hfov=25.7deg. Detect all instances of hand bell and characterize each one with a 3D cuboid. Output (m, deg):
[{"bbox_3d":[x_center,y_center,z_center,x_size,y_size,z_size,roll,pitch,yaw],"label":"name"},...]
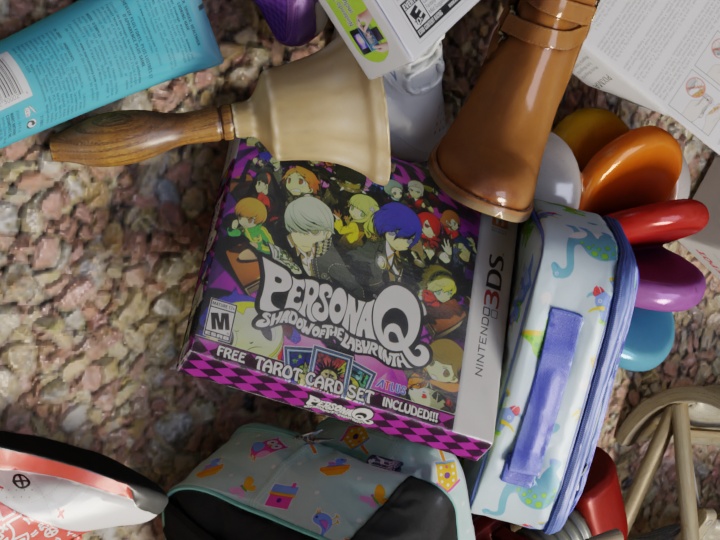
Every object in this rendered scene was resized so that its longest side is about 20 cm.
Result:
[{"bbox_3d":[-0.088,-0.090,0.952,0.198,0.104,0.105,-8,110,-6],"label":"hand bell"}]

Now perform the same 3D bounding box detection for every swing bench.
[{"bbox_3d":[0.315,0.195,1.342,0.198,0.129,0.202,9,91,-39],"label":"swing bench"}]

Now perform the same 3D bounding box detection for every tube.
[{"bbox_3d":[-0.166,-0.123,0.926,0.199,0.050,0.078,-31,117,-33],"label":"tube"}]

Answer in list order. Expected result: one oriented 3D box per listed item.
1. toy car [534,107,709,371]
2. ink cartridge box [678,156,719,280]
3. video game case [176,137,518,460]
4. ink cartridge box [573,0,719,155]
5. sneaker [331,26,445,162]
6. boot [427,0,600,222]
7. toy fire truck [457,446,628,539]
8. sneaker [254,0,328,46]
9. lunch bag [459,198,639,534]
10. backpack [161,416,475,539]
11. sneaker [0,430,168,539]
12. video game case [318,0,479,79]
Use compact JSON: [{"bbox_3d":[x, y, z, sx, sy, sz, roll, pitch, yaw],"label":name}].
[{"bbox_3d":[0.190,-0.014,1.167,0.174,0.149,0.202,-6,106,-37],"label":"toy car"},{"bbox_3d":[0.380,-0.006,1.287,0.147,0.199,0.086,36,80,-38],"label":"ink cartridge box"},{"bbox_3d":[-0.001,0.007,0.992,0.198,0.036,0.183,18,58,-12],"label":"video game case"},{"bbox_3d":[0.232,-0.190,1.160,0.199,0.057,0.163,38,76,-9],"label":"ink cartridge box"},{"bbox_3d":[0.021,-0.158,1.036,0.074,0.087,0.201,-35,122,-28],"label":"sneaker"},{"bbox_3d":[0.114,-0.129,1.024,0.156,0.076,0.200,-65,177,29],"label":"boot"},{"bbox_3d":[0.135,0.191,1.146,0.175,0.199,0.130,-31,121,-28],"label":"toy fire truck"},{"bbox_3d":[-0.088,-0.218,0.946,0.088,0.080,0.201,-35,117,-18],"label":"sneaker"},{"bbox_3d":[0.122,0.063,1.046,0.082,0.161,0.202,14,102,-1],"label":"lunch bag"},{"bbox_3d":[-0.024,0.183,1.021,0.154,0.198,0.177,-51,139,-41],"label":"backpack"},{"bbox_3d":[-0.218,0.155,0.946,0.200,0.067,0.109,19,91,-36],"label":"sneaker"},{"bbox_3d":[0.024,-0.241,0.921,0.200,0.045,0.182,-46,110,-36],"label":"video game case"}]
